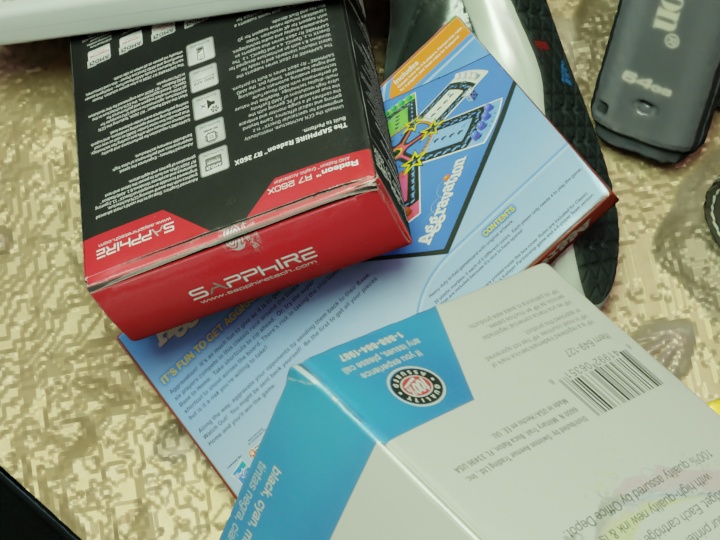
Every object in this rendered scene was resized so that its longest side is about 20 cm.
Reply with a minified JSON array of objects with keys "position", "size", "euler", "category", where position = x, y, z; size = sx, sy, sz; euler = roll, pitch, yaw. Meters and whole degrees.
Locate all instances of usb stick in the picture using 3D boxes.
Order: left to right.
[{"position":[0.144,-0.140,0.825],"size":[0.055,0.202,0.033],"euler":[17,30,7],"category":"usb stick"}]

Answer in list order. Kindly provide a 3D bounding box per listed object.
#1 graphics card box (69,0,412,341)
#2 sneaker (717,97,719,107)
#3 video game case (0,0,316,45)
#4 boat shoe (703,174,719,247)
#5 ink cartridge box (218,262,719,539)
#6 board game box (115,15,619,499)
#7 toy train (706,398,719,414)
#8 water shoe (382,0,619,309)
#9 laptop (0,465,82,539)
[{"position":[-0.056,-0.077,0.814],"size":[0.124,0.051,0.201],"euler":[-20,51,11],"category":"graphics card box"},{"position":[0.233,-0.101,0.841],"size":[0.199,0.108,0.068],"euler":[16,72,5],"category":"sneaker"},{"position":[-0.066,-0.180,0.847],"size":[0.198,0.024,0.183],"euler":[-5,52,22],"category":"video game case"},{"position":[0.199,0.024,0.793],"size":[0.060,0.072,0.201],"euler":[-22,50,-23],"category":"boat shoe"},{"position":[0.067,0.127,0.700],"size":[0.147,0.145,0.200],"euler":[-18,52,-45],"category":"ink cartridge box"},{"position":[0.000,0.000,0.815],"size":[0.200,0.019,0.103],"euler":[-42,73,8],"category":"board game box"},{"position":[0.185,0.132,0.792],"size":[0.198,0.056,0.151],"euler":[22,73,6],"category":"toy train"},{"position":[0.054,-0.067,0.861],"size":[0.078,0.071,0.202],"euler":[-21,76,26],"category":"water shoe"},{"position":[-0.238,0.156,0.806],"size":[0.187,0.116,0.201],"euler":[39,104,12],"category":"laptop"}]
